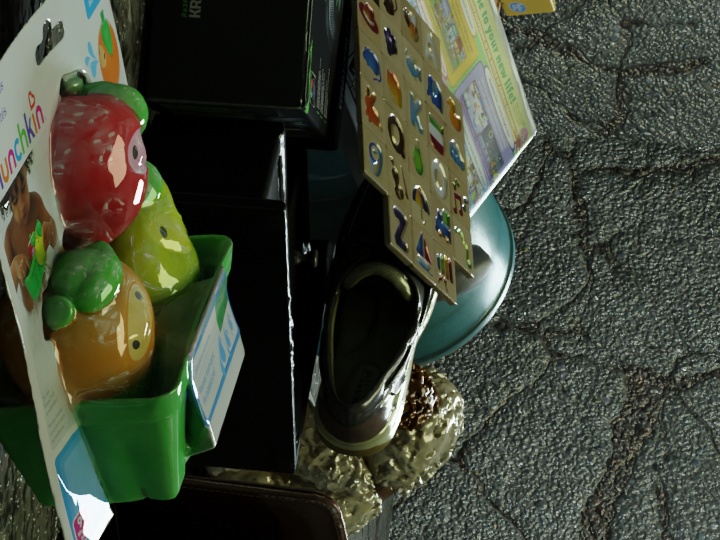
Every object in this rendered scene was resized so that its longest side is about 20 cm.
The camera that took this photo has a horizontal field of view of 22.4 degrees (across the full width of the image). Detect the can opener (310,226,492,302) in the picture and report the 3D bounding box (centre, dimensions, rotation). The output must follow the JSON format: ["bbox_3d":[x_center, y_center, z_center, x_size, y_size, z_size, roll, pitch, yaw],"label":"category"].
[{"bbox_3d":[0.000,0.000,1.305,0.067,0.198,0.054,46,-38,50],"label":"can opener"}]

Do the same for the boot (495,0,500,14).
[{"bbox_3d":[0.070,-0.250,1.362,0.155,0.076,0.202,-59,156,-77],"label":"boot"}]

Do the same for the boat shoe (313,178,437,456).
[{"bbox_3d":[0.013,0.015,1.140,0.066,0.071,0.202,99,3,-63],"label":"boat shoe"}]

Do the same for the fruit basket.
[{"bbox_3d":[-0.104,-0.013,0.740,0.186,0.093,0.202,-76,166,-60],"label":"fruit basket"}]

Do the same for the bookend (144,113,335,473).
[{"bbox_3d":[-0.072,-0.023,1.066,0.201,0.091,0.200,-81,173,-49],"label":"bookend"}]

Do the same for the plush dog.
[{"bbox_3d":[-0.007,0.124,1.242,0.161,0.171,0.200,61,0,12],"label":"plush dog"}]

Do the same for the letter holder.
[{"bbox_3d":[-0.077,0.211,0.945,0.101,0.141,0.201,-80,172,-48],"label":"letter holder"}]

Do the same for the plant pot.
[{"bbox_3d":[0.006,-0.055,1.426,0.189,0.198,0.202,65,27,-51],"label":"plant pot"}]

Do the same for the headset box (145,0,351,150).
[{"bbox_3d":[-0.060,-0.170,1.063,0.200,0.092,0.176,36,58,-83],"label":"headset box"}]

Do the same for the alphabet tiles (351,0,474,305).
[{"bbox_3d":[0.034,-0.087,1.164,0.166,0.006,0.202,40,42,-54],"label":"alphabet tiles"}]

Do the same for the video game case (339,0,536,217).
[{"bbox_3d":[0.048,-0.121,1.273,0.182,0.022,0.201,-51,134,-33],"label":"video game case"}]

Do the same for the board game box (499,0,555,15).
[{"bbox_3d":[0.110,-0.286,1.307,0.200,0.040,0.155,35,54,-76],"label":"board game box"}]

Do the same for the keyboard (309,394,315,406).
[{"bbox_3d":[-0.048,0.130,1.376,0.056,0.011,0.201,-50,-142,24],"label":"keyboard"}]
